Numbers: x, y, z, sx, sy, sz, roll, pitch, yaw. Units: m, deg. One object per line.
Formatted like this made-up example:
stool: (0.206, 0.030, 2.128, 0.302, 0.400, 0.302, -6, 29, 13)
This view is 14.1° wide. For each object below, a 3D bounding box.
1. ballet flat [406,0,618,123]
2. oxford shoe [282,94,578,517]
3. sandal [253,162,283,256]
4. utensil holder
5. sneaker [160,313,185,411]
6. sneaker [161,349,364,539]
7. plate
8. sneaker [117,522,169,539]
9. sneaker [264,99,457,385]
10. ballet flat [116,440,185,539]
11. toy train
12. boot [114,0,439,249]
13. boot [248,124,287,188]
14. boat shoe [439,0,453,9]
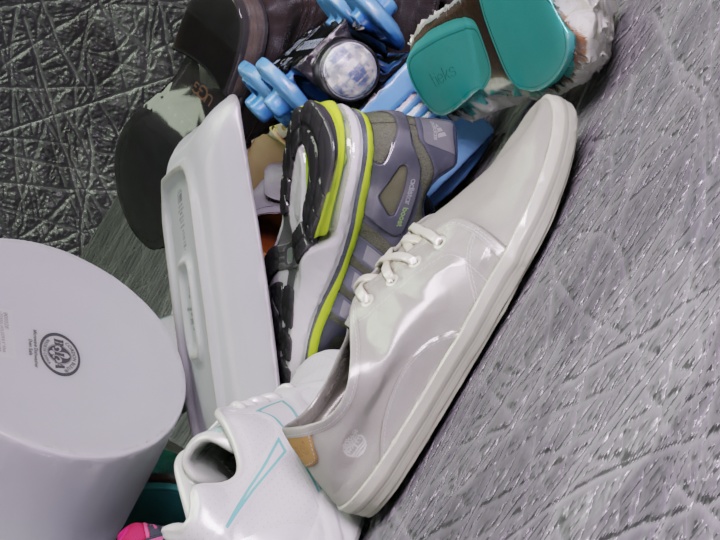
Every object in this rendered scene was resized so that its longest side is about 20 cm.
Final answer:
ballet flat: (0.079, -0.115, 1.331, 0.072, 0.072, 0.200, -62, 15, -12)
oxford shoe: (0.030, 0.008, 1.234, 0.200, 0.058, 0.075, -59, 6, -4)
sandal: (-0.028, -0.034, 1.628, 0.059, 0.079, 0.207, -60, 6, 14)
utensil holder: (-0.201, 0.107, 1.561, 0.200, 0.170, 0.170, -58, 8, 36)
sneaker: (-0.078, 0.037, 1.710, 0.080, 0.071, 0.200, -9, 19, 24)
sneaker: (-0.036, 0.081, 1.305, 0.071, 0.080, 0.200, -58, 7, 24)
plate: (-0.074, 0.018, 1.498, 0.200, 0.032, 0.201, 162, 101, -81)
sneaker: (-0.122, 0.212, 1.379, 0.200, 0.075, 0.081, -60, 9, 4)
sneaker: (0.000, 0.000, 1.406, 0.200, 0.081, 0.074, 104, 158, -47)
ballet flat: (-0.129, 0.136, 1.678, 0.200, 0.067, 0.071, -50, 18, 53)
toy train: (0.000, -0.085, 1.509, 0.087, 0.114, 0.200, -43, 7, -4)
boot: (-0.039, -0.099, 1.672, 0.174, 0.069, 0.200, -11, -38, -43)
boot: (-0.029, -0.091, 1.857, 0.200, 0.072, 0.155, -57, 12, 22)
boat shoe: (0.038, -0.189, 1.777, 0.073, 0.074, 0.200, -60, 7, -2)
